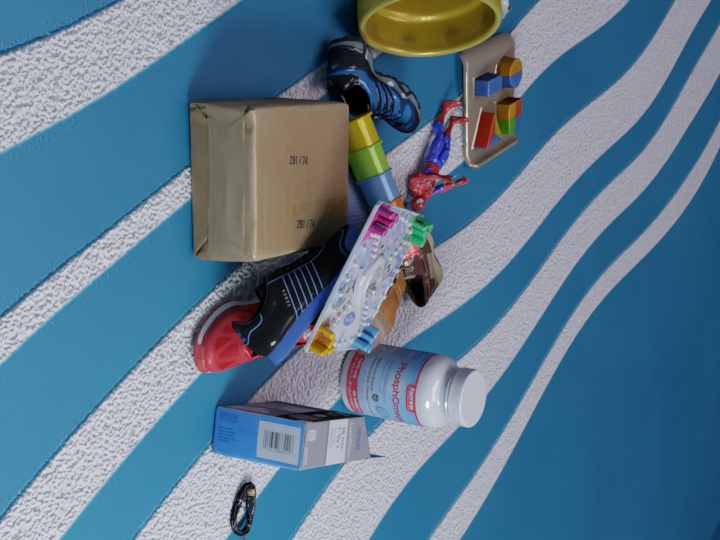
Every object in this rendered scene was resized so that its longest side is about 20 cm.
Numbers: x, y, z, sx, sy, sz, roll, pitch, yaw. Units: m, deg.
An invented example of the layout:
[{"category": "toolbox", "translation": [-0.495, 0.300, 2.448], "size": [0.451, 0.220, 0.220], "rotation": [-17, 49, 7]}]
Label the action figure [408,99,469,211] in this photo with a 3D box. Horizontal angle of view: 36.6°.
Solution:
[{"category": "action figure", "translation": [0.141, -0.175, 1.721], "size": [0.065, 0.098, 0.201], "rotation": [51, 57, -47]}]

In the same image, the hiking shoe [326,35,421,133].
[{"category": "hiking shoe", "translation": [0.012, -0.238, 1.526], "size": [0.200, 0.074, 0.087], "rotation": [36, 58, -42]}]

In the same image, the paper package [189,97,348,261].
[{"category": "paper package", "translation": [-0.110, -0.115, 1.336], "size": [0.200, 0.103, 0.192], "rotation": [-17, 112, -55]}]

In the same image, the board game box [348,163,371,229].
[{"category": "board game box", "translation": [-0.011, -0.101, 1.488], "size": [0.151, 0.036, 0.201], "rotation": [-15, 86, -55]}]

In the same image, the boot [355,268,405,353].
[{"category": "boot", "translation": [0.000, 0.000, 1.571], "size": [0.155, 0.073, 0.201], "rotation": [-58, 136, -47]}]

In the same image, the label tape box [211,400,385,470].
[{"category": "label tape box", "translation": [-0.074, 0.211, 1.418], "size": [0.200, 0.143, 0.064], "rotation": [6, 89, -58]}]

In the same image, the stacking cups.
[{"category": "stacking cups", "translation": [0.028, -0.112, 1.468], "size": [0.060, 0.060, 0.201], "rotation": [-38, 108, -47]}]

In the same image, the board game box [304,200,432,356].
[{"category": "board game box", "translation": [0.016, 0.016, 1.364], "size": [0.201, 0.026, 0.200], "rotation": [-63, 162, 6]}]

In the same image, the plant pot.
[{"category": "plant pot", "translation": [0.091, -0.426, 1.518], "size": [0.200, 0.200, 0.190], "rotation": [17, 67, -57]}]

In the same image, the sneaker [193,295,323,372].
[{"category": "sneaker", "translation": [-0.110, 0.074, 1.360], "size": [0.200, 0.115, 0.079], "rotation": [-37, 126, -48]}]

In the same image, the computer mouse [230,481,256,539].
[{"category": "computer mouse", "translation": [-0.144, 0.379, 1.444], "size": [0.058, 0.034, 0.202], "rotation": [-17, 110, -54]}]

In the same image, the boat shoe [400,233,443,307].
[{"category": "boat shoe", "translation": [0.072, -0.016, 1.670], "size": [0.072, 0.072, 0.200], "rotation": [-65, 149, -28]}]

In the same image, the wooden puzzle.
[{"category": "wooden puzzle", "translation": [0.234, -0.296, 1.883], "size": [0.185, 0.046, 0.201], "rotation": [-34, 123, -49]}]

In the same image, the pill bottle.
[{"category": "pill bottle", "translation": [0.078, 0.170, 1.592], "size": [0.109, 0.199, 0.110], "rotation": [-15, 108, -55]}]

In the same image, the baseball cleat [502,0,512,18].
[{"category": "baseball cleat", "translation": [0.175, -0.445, 1.706], "size": [0.199, 0.106, 0.070], "rotation": [1, 100, -55]}]

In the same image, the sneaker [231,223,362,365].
[{"category": "sneaker", "translation": [-0.074, 0.014, 1.315], "size": [0.078, 0.070, 0.201], "rotation": [37, 76, -7]}]
